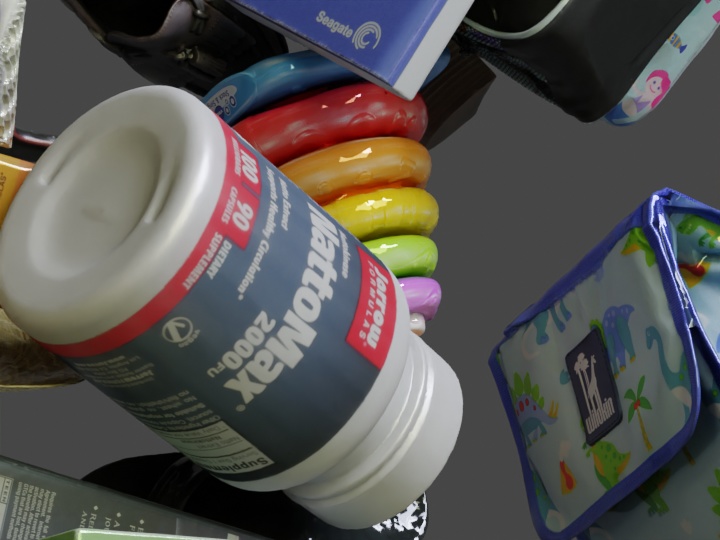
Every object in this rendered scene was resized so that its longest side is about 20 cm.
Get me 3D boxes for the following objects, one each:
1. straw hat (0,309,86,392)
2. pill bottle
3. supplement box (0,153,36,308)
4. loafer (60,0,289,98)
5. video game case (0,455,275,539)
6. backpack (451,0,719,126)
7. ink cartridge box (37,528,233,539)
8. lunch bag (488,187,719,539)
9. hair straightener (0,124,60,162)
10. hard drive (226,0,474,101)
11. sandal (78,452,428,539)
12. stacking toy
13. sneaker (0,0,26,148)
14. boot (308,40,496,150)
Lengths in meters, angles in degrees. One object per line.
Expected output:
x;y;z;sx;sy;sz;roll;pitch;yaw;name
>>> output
-0.219;0.050;1.266;0.200;0.201;0.086;17;98;-17;straw hat
-0.049;0.023;1.275;0.200;0.119;0.120;40;48;-37;pill bottle
-0.231;-0.040;1.271;0.199;0.066;0.069;19;88;-20;supplement box
-0.111;-0.130;1.405;0.200;0.072;0.063;41;31;-31;loafer
-0.096;0.170;1.266;0.199;0.019;0.144;20;73;-29;video game case
0.092;-0.177;1.412;0.200;0.151;0.178;35;86;39;backpack
-0.067;0.213;1.239;0.145;0.048;0.202;8;75;-32;ink cartridge box
0.163;0.074;1.399;0.127;0.170;0.200;-37;84;-37;lunch bag
-0.152;-0.028;1.385;0.199;0.041;0.077;10;60;-27;hair straightener
0.031;-0.186;1.352;0.025;0.132;0.201;34;88;-44;hard drive
-0.054;0.107;1.346;0.199;0.048;0.076;-10;69;-32;sandal
0.000;0.000;1.403;0.109;0.116;0.201;-9;75;-30;stacking toy
-0.207;-0.107;1.336;0.099;0.070;0.200;1;21;-16;sneaker
0.041;-0.167;1.532;0.155;0.074;0.200;46;51;8;boot
